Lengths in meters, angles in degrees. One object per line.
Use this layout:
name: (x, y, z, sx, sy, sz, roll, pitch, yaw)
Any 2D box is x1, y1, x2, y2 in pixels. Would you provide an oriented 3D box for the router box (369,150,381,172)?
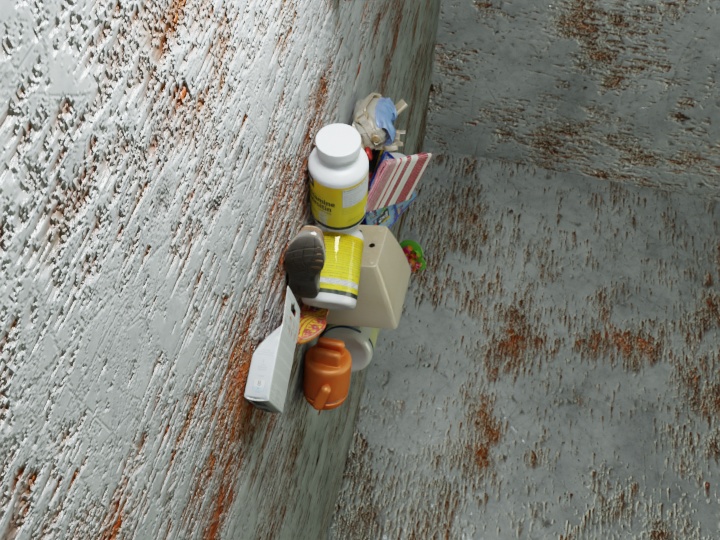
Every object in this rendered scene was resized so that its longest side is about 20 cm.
router box: (0.026, -0.294, 1.816, 0.149, 0.051, 0.201, -62, 172, -67)

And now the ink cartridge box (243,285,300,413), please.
ink cartridge box: (-0.152, 0.142, 1.260, 0.160, 0.047, 0.201, 80, 17, -71)

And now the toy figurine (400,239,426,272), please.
toy figurine: (0.257, -0.044, 3.900, 0.150, 0.200, 0.184, -30, -169, 36)

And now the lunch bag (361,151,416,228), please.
lunch bag: (0.053, -0.177, 1.834, 0.200, 0.094, 0.151, -55, 159, -17)

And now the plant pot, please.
plant pot: (0.000, 0.000, 1.690, 0.178, 0.199, 0.200, 79, 21, -45)

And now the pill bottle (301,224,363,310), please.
pill bottle: (-0.053, -0.026, 1.442, 0.112, 0.112, 0.201, 68, 29, -78)

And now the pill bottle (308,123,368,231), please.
pill bottle: (-0.041, -0.173, 1.326, 0.200, 0.111, 0.112, 91, 12, -55)

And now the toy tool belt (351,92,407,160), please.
toy tool belt: (0.046, -0.320, 1.620, 0.125, 0.122, 0.201, 66, 21, -44)

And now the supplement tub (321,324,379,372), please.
supplement tub: (-0.021, 0.160, 1.930, 0.200, 0.144, 0.146, -70, 169, -52)

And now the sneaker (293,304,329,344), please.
sneaker: (-0.106, 0.113, 1.468, 0.077, 0.073, 0.200, -66, 174, 21)

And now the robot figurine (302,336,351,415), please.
robot figurine: (-0.082, 0.255, 1.710, 0.144, 0.116, 0.201, 52, -34, 43)

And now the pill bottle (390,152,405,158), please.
pill bottle: (0.113, -0.294, 2.421, 0.201, 0.109, 0.110, 95, 10, -48)

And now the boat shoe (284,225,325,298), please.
boat shoe: (-0.098, -0.026, 1.304, 0.200, 0.075, 0.072, 108, -5, -56)

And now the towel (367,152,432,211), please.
towel: (0.088, -0.217, 1.712, 0.200, 0.023, 0.144, -21, 146, -51)

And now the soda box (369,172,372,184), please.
soda box: (-0.021, -0.198, 1.656, 0.200, 0.063, 0.070, -51, 154, -77)
